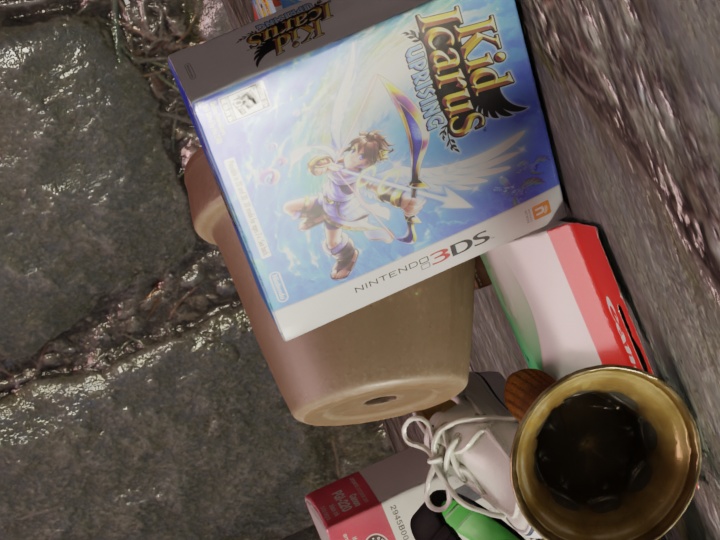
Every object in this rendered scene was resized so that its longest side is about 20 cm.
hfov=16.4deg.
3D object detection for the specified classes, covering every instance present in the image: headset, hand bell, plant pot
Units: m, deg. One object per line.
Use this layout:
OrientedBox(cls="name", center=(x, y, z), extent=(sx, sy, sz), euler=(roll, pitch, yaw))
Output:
OrientedBox(cls="headset", center=(0.097, 0.226, 1.606), extent=(0.123, 0.094, 0.200), euler=(26, -163, -44))
OrientedBox(cls="hand bell", center=(0.113, 0.084, 1.399), extent=(0.200, 0.104, 0.104), euler=(-133, 20, -77))
OrientedBox(cls="plant pot", center=(0.000, 0.000, 1.571), extent=(0.200, 0.199, 0.175), euler=(82, 177, -76))

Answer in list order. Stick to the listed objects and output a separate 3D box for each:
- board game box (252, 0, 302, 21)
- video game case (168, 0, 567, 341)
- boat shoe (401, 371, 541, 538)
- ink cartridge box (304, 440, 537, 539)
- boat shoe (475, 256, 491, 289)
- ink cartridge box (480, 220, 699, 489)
OrientedBox(cls="board game box", center=(-0.008, -0.164, 1.634), extent=(0.200, 0.105, 0.103), euler=(95, 152, -81))
OrientedBox(cls="video game case", center=(0.010, -0.071, 1.362), extent=(0.200, 0.181, 0.046), euler=(70, 173, -48))
OrientedBox(cls="boat shoe", center=(0.069, 0.114, 1.607), extent=(0.202, 0.086, 0.075), euler=(-121, 35, -65))
OrientedBox(cls="ink cartridge box", center=(0.082, 0.192, 1.773), extent=(0.085, 0.199, 0.146), euler=(-141, 28, -74))
OrientedBox(cls="boat shoe", center=(0.056, -0.033, 1.771), extent=(0.200, 0.072, 0.076), euler=(-126, 13, -73))
OrientedBox(cls="ink cartridge box", center=(0.129, 0.051, 1.450), extent=(0.200, 0.050, 0.161), euler=(-132, 18, -85))
